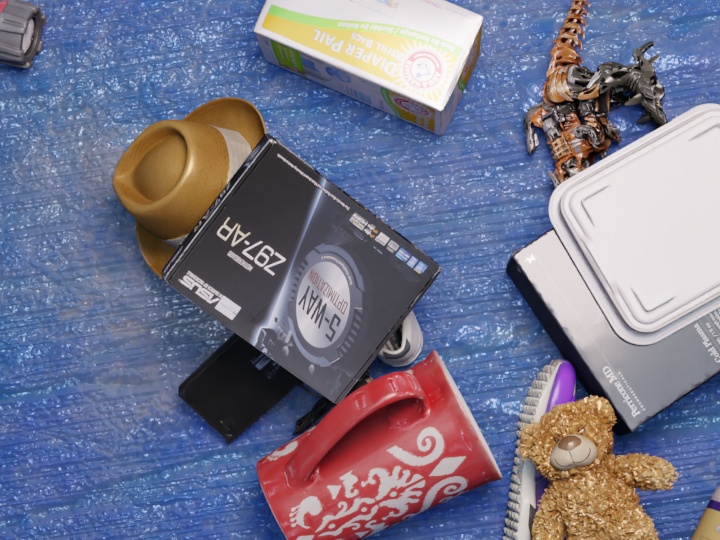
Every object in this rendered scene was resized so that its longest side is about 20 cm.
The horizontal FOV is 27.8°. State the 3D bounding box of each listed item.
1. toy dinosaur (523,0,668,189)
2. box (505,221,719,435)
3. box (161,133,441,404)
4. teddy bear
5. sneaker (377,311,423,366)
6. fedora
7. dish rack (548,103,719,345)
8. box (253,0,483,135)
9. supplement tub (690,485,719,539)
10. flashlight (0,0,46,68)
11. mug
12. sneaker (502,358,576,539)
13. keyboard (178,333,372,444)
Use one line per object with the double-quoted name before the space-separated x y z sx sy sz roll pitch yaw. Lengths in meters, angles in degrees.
"toy dinosaur" 0.223 -0.170 1.415 0.136 0.102 0.200 -4 104 19
"box" 0.267 0.024 1.375 0.182 0.104 0.200 -32 81 -3
"box" -0.053 -0.001 1.311 0.200 0.044 0.160 37 94 -15
"teddy bear" 0.214 0.215 1.298 0.145 0.067 0.200 -5 95 31
"sneaker" 0.000 0.000 1.409 0.073 0.071 0.200 -34 82 -2
"fedora" -0.172 -0.086 1.375 0.200 0.082 0.201 -22 59 41
"dish rack" 0.289 -0.045 1.311 0.200 0.044 0.172 -29 82 -2
"box" 0.011 -0.225 1.420 0.200 0.112 0.101 24 84 5
"supplement tub" 0.348 0.310 1.311 0.145 0.145 0.200 27 84 6
"flashlight" -0.423 -0.259 1.470 0.200 0.068 0.068 16 84 4
"mug" 0.005 0.163 1.350 0.200 0.133 0.178 -28 119 3
"sneaker" 0.198 0.187 1.380 0.099 0.070 0.200 10 87 -2
"keyboard" -0.068 0.096 1.391 0.200 0.021 0.127 -41 101 20
